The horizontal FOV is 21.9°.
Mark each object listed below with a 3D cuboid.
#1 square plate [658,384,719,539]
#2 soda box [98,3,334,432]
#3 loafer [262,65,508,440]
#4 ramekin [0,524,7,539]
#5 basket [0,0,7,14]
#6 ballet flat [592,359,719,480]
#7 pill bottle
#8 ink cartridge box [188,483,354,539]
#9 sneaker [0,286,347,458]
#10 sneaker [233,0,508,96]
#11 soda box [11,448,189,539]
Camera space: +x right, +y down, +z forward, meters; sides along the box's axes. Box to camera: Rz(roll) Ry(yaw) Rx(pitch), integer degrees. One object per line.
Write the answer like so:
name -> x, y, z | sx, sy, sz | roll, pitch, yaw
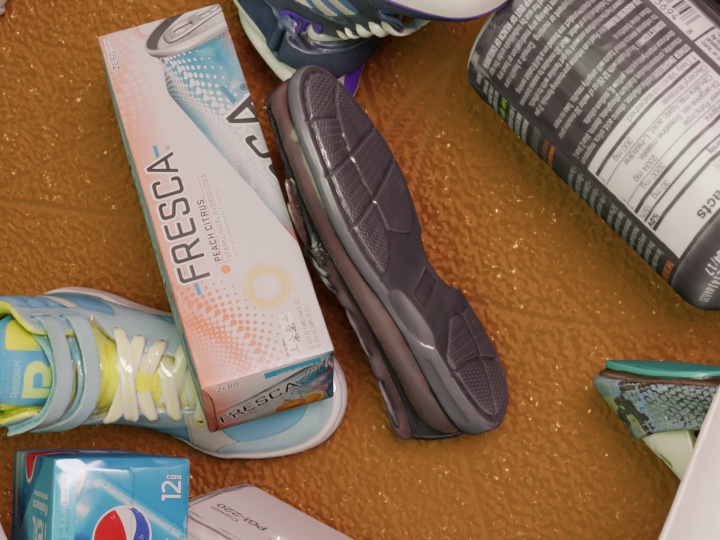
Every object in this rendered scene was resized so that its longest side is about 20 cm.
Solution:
square plate -> 0.195, 0.166, 0.717 | 0.199, 0.028, 0.200 | 23, 93, 9
soda box -> -0.072, -0.027, 0.920 | 0.068, 0.064, 0.201 | -16, 68, -8
loafer -> 0.000, 0.000, 0.900 | 0.063, 0.072, 0.201 | -21, 107, 31
ramekin -> -0.208, 0.202, 0.923 | 0.104, 0.200, 0.202 | -20, 83, -15
basket -> -0.237, -0.221, 0.957 | 0.123, 0.200, 0.136 | -38, 78, 15
ballet flat -> 0.170, 0.071, 0.809 | 0.200, 0.074, 0.075 | -6, 90, 60
pill bottle -> 0.149, -0.056, 0.833 | 0.200, 0.106, 0.106 | 47, 110, 15
ink cartridge box -> -0.050, 0.231, 0.953 | 0.145, 0.085, 0.202 | 25, 105, 22
sneaker -> -0.115, 0.058, 0.948 | 0.198, 0.130, 0.080 | 8, 95, 23
sneaker -> 0.006, -0.129, 0.887 | 0.200, 0.080, 0.147 | 35, 152, 35
soda box -> -0.132, 0.123, 0.911 | 0.064, 0.200, 0.069 | 2, 85, -16
